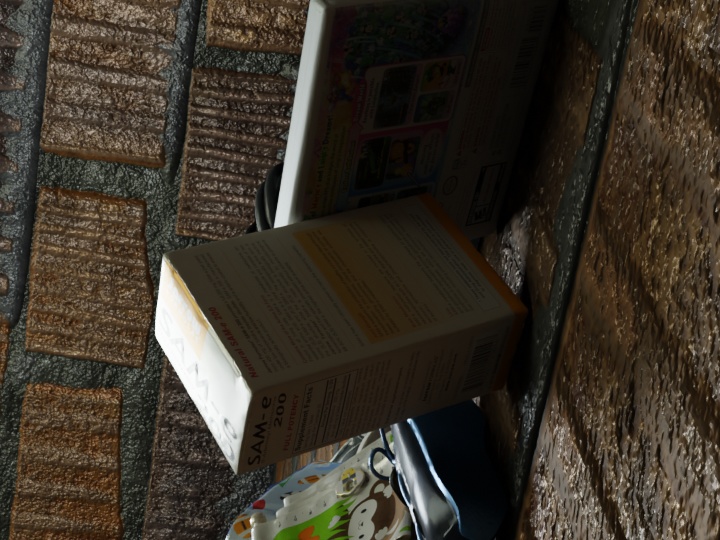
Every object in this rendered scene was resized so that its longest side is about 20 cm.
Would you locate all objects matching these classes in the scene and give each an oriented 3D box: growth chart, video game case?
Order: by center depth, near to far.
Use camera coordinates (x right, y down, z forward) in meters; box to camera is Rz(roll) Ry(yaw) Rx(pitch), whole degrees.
[{"bbox_3d":[0.034,-0.094,0.904,0.024,0.180,0.202,49,140,40],"label":"video game case"},{"bbox_3d":[-0.006,0.180,1.038,0.199,0.018,0.145,-37,29,5],"label":"growth chart"}]

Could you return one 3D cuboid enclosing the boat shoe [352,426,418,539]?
[{"bbox_3d":[0.012,0.226,1.122,0.093,0.074,0.203,135,143,-68],"label":"boat shoe"}]

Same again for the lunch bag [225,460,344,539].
[{"bbox_3d":[-0.038,0.260,1.199,0.199,0.075,0.163,-23,-71,-59],"label":"lunch bag"}]

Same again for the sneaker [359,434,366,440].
[{"bbox_3d":[0.011,0.118,1.272,0.076,0.081,0.200,-39,-9,6],"label":"sneaker"}]

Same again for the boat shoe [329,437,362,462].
[{"bbox_3d":[-0.032,0.230,1.347,0.200,0.073,0.069,-59,36,37],"label":"boat shoe"}]

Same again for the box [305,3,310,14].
[{"bbox_3d":[0.029,-0.283,1.297,0.165,0.086,0.200,-54,10,8],"label":"box"}]

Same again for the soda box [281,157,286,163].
[{"bbox_3d":[0.002,-0.145,1.356,0.071,0.063,0.200,-43,7,40],"label":"soda box"}]

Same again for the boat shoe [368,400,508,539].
[{"bbox_3d":[0.042,0.130,0.915,0.200,0.083,0.069,-90,21,-69],"label":"boat shoe"}]

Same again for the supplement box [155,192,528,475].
[{"bbox_3d":[-0.013,0.034,0.866,0.126,0.198,0.074,53,144,37],"label":"supplement box"}]

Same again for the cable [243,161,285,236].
[{"bbox_3d":[-0.025,-0.003,1.000,0.050,0.162,0.203,-21,60,39],"label":"cable"}]

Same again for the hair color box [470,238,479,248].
[{"bbox_3d":[0.040,-0.070,1.132,0.201,0.060,0.100,-113,29,-55],"label":"hair color box"}]
